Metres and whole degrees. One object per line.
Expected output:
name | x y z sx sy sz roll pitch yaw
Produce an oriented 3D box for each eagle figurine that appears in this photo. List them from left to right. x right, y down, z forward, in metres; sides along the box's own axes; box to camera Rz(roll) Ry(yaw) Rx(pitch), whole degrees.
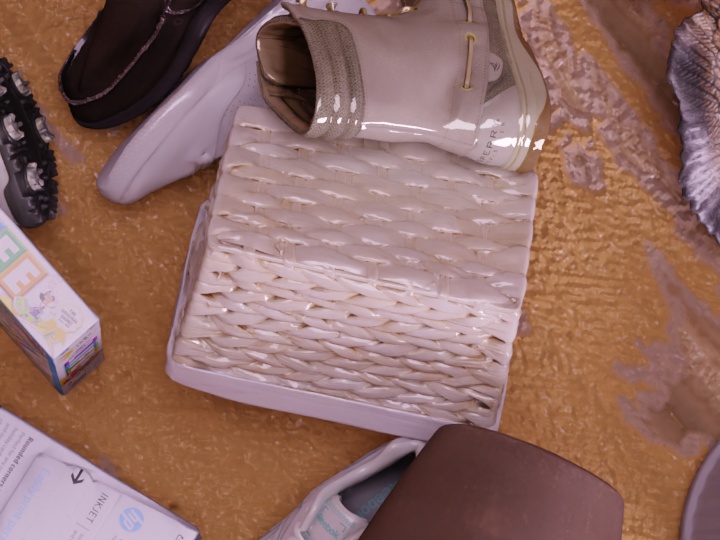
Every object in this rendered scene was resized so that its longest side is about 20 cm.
eagle figurine | 0.248 -0.129 1.685 0.151 0.152 0.200 -20 78 -28

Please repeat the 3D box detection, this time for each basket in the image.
basket | 0.000 0.000 1.619 0.200 0.123 0.136 13 47 -3

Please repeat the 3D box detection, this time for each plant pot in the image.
plant pot | 0.065 0.185 1.554 0.200 0.200 0.175 24 79 -1

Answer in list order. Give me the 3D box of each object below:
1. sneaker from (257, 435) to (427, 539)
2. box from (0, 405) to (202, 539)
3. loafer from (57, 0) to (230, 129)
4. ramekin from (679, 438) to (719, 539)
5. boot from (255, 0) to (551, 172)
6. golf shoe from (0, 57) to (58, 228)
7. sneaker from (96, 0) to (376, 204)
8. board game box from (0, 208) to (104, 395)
sneaker | -0.030 0.165 1.633 0.070 0.080 0.200 42 78 13
box | -0.216 0.166 1.637 0.200 0.041 0.156 30 81 5
loafer | -0.121 -0.169 1.649 0.071 0.073 0.200 24 116 -38
ramekin | 0.294 0.164 1.659 0.202 0.094 0.203 1 81 -4
boot | 0.013 -0.134 1.629 0.154 0.072 0.200 5 36 -21
golf shoe | -0.248 -0.105 1.675 0.088 0.077 0.200 -30 82 12
sneaker | -0.064 -0.093 1.683 0.200 0.075 0.089 -41 99 -10
board game box | -0.202 0.001 1.588 0.034 0.200 0.134 -42 87 -9
